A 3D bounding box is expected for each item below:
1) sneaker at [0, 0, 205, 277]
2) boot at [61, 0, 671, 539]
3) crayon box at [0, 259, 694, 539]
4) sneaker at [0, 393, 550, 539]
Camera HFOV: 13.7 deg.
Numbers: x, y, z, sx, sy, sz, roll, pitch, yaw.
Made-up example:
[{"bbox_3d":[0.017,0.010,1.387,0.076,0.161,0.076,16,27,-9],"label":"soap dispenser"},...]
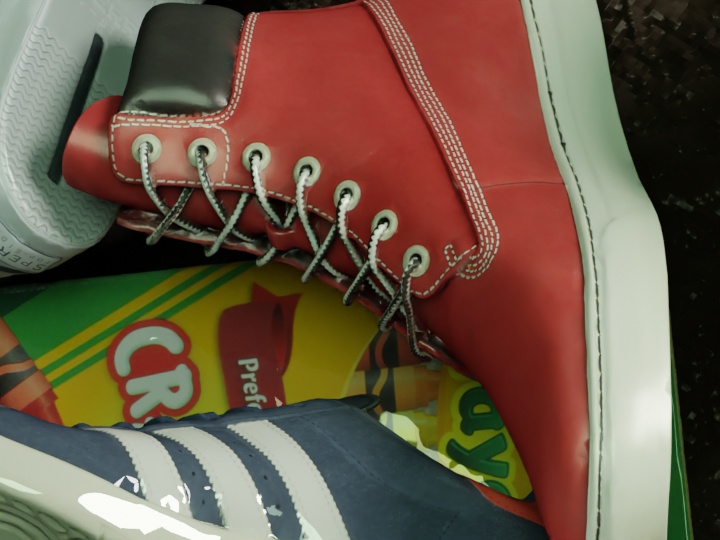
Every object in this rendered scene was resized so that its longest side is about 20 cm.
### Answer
[{"bbox_3d":[-0.090,-0.077,0.852,0.071,0.073,0.200,-18,37,36],"label":"sneaker"},{"bbox_3d":[0.000,0.000,0.752,0.144,0.072,0.200,-4,42,-7],"label":"boot"},{"bbox_3d":[-0.010,0.061,0.815,0.200,0.051,0.127,-7,69,5],"label":"crayon box"},{"bbox_3d":[-0.040,0.060,0.745,0.200,0.075,0.085,19,43,-5],"label":"sneaker"}]
